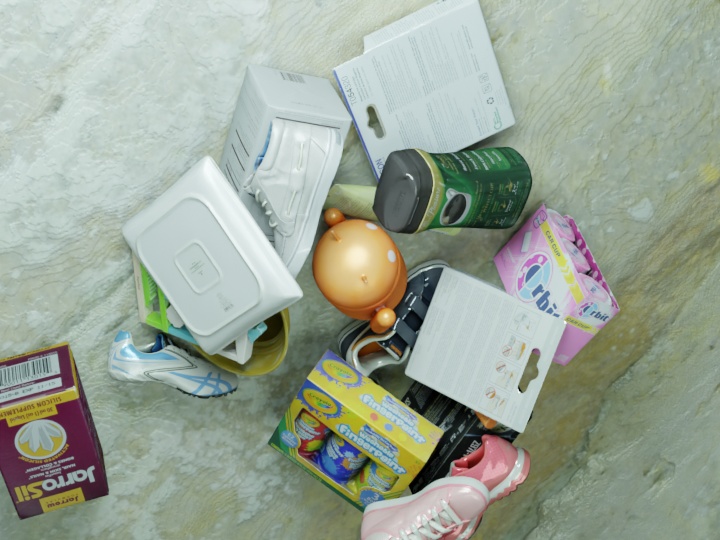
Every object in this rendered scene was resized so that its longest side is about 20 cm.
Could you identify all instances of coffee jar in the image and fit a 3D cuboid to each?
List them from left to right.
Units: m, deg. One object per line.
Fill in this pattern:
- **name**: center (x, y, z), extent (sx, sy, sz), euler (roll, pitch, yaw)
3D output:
- **coffee jar**: center (0.115, -0.103, 1.622), extent (0.198, 0.086, 0.105), euler (-4, 131, -31)

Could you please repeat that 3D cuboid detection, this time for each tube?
- **tube**: center (0.042, -0.085, 1.674), extent (0.198, 0.052, 0.059), euler (7, 117, -24)

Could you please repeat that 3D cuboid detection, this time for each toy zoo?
- **toy zoo**: center (-0.202, 0.041, 1.607), extent (0.020, 0.198, 0.132), euler (-44, 144, -44)

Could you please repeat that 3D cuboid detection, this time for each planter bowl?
- **planter bowl**: center (-0.154, 0.030, 1.639), extent (0.083, 0.199, 0.202), euler (-43, 144, -44)

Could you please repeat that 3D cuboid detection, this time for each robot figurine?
- **robot figurine**: center (0.001, 0.001, 1.646), extent (0.115, 0.200, 0.146), euler (9, 81, 10)

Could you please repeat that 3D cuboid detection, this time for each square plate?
- **square plate**: center (-0.187, -0.009, 1.530), extent (0.199, 0.028, 0.199), euler (-32, 94, 41)

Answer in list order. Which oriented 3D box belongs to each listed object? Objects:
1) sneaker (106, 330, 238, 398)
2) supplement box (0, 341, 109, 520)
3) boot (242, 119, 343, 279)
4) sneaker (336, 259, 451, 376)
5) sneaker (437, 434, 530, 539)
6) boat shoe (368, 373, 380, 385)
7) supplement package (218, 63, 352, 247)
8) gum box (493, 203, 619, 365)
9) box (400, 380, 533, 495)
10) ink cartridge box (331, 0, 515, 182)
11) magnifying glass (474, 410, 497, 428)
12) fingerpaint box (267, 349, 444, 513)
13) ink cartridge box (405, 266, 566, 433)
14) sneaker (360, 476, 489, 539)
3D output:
- **sneaker**: center (-0.246, 0.127, 1.714), extent (0.198, 0.072, 0.073), euler (16, 91, -36)
- **supplement box**: center (-0.421, 0.213, 1.686), extent (0.129, 0.104, 0.202), euler (-16, 128, -9)
- **boot**: center (-0.094, -0.083, 1.484), extent (0.094, 0.074, 0.202), euler (13, 115, -15)
- **sneaker**: center (0.060, 0.074, 1.777), extent (0.200, 0.080, 0.078), euler (-42, 126, 10)
- **sneaker**: center (0.144, 0.304, 1.779), extent (0.087, 0.074, 0.200), euler (37, 104, -20)
- **boat shoe**: center (-0.013, 0.247, 1.881), extent (0.071, 0.068, 0.202), euler (3, 124, -23)
- **supplement package**: center (-0.103, -0.130, 1.552), extent (0.112, 0.110, 0.202), euler (8, 121, -24)
- **gum box**: center (0.262, 0.014, 1.734), extent (0.066, 0.201, 0.114), euler (22, 122, -32)
- **box**: center (0.138, 0.218, 1.851), extent (0.085, 0.164, 0.201), euler (21, 114, -31)
- **ink cartridge box**: center (0.079, -0.226, 1.593), extent (0.198, 0.043, 0.197), euler (-24, 130, 0)
- **magnifying glass**: center (0.137, 0.147, 1.776), extent (0.022, 0.200, 0.080), euler (18, 114, -39)
- **fingerpaint box**: center (-0.010, 0.234, 1.777), extent (0.199, 0.073, 0.167), euler (35, 132, 3)
- **ink cartridge box**: center (0.171, 0.105, 1.709), extent (0.047, 0.199, 0.162), euler (12, 101, -58)
- **sneaker**: center (0.083, 0.351, 1.710), extent (0.199, 0.105, 0.076), euler (-22, 122, 28)
